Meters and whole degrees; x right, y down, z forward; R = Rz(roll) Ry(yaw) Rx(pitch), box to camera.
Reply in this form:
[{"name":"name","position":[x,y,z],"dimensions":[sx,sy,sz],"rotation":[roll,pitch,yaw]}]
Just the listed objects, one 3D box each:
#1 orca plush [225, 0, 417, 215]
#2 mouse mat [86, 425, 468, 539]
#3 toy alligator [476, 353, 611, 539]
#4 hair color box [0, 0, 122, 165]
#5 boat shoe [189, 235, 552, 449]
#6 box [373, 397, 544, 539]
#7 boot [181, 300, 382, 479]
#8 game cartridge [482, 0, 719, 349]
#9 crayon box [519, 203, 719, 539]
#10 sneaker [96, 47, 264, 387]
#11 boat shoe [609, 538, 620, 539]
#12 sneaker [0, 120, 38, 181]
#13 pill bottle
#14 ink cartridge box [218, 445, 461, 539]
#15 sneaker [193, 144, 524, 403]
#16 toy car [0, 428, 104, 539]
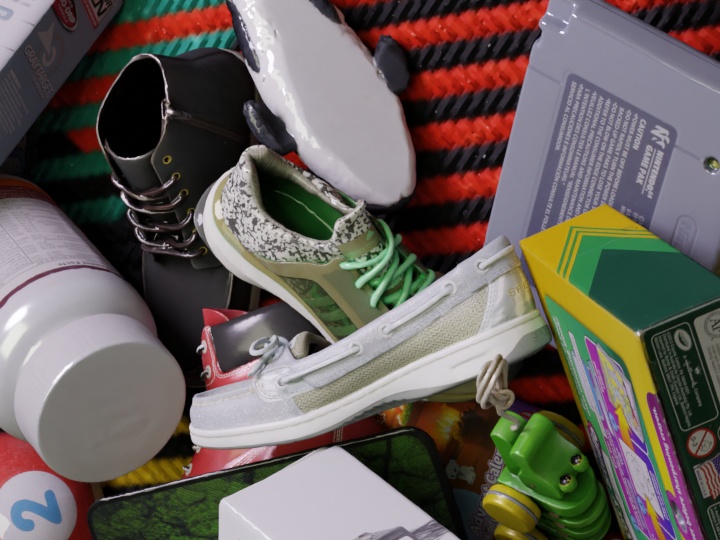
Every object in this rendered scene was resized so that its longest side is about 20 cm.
[{"name":"orca plush","position":[-0.046,-0.109,1.288],"dimensions":[0.200,0.105,0.071],"rotation":[42,153,-5]},{"name":"mouse mat","position":[-0.035,0.173,1.237],"dimensions":[0.200,0.008,0.161],"rotation":[-14,112,14]},{"name":"toy alligator","position":[0.099,0.105,1.169],"dimensions":[0.054,0.200,0.059],"rotation":[24,69,23]},{"name":"hair color box","position":[-0.239,-0.117,1.338],"dimensions":[0.099,0.061,0.200],"rotation":[23,66,25]},{"name":"boat shoe","position":[-0.002,0.042,1.177],"dimensions":[0.202,0.074,0.065],"rotation":[-20,91,23]},{"name":"box","position":[0.021,0.151,1.287],"dimensions":[0.137,0.039,0.200],"rotation":[23,104,27]},{"name":"boot","position":[-0.084,0.105,1.288],"dimensions":[0.200,0.072,0.144],"rotation":[-35,72,21]},{"name":"game cartridge","position":[0.135,-0.036,1.177],"dimensions":[0.133,0.041,0.200],"rotation":[35,134,26]},{"name":"crayon box","position":[0.156,0.084,1.103],"dimensions":[0.058,0.173,0.200],"rotation":[-23,109,-6]},{"name":"sneaker","position":[-0.112,-0.029,1.309],"dimensions":[0.075,0.106,0.200],"rotation":[5,95,28]},{"name":"boat shoe","position":[0.128,0.186,1.150],"dimensions":[0.063,0.200,0.073],"rotation":[-26,96,-7]},{"name":"sneaker","position":[-0.266,-0.039,1.413],"dimensions":[0.087,0.074,0.200],"rotation":[32,107,28]},{"name":"pill bottle","position":[-0.184,0.032,1.310],"dimensions":[0.200,0.109,0.110],"rotation":[43,114,47]},{"name":"ink cartridge box","position":[0.017,0.202,1.125],"dimensions":[0.200,0.083,0.145],"rotation":[34,134,38]},{"name":"sneaker","position":[0.000,0.000,1.216],"dimensions":[0.200,0.089,0.077],"rotation":[32,68,6]},{"name":"toy car","position":[-0.269,0.165,1.352],"dimensions":[0.177,0.200,0.185],"rotation":[-18,85,28]}]
